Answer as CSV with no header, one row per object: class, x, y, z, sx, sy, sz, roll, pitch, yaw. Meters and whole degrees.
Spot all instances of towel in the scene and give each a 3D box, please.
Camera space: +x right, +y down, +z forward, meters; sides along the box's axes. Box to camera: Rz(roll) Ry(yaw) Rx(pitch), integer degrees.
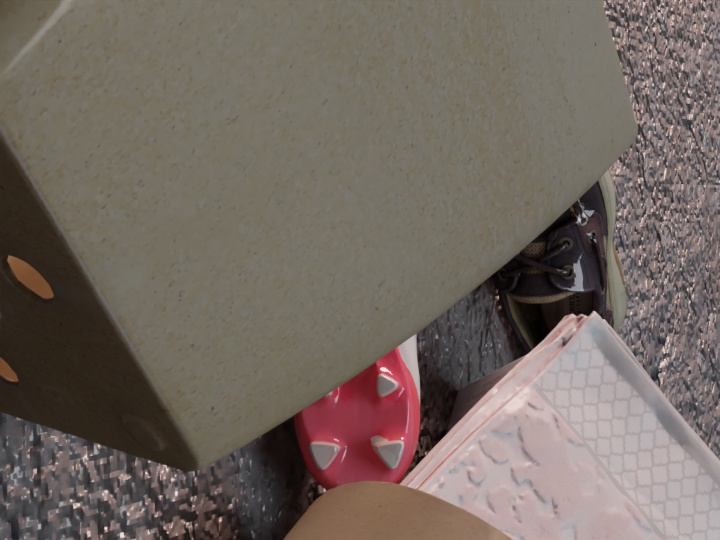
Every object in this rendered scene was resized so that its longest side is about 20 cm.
towel,0.111,0.143,0.711,0.200,0.032,0.191,50,56,-3

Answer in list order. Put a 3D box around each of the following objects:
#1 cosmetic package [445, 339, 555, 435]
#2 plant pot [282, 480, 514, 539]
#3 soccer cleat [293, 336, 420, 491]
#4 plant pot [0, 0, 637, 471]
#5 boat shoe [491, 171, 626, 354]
cosmetic package,0.074,0.143,0.768,0.074,0.102,0.201,27,61,-17
plant pot,-0.017,0.210,0.570,0.200,0.186,0.188,-38,125,-37
soccer cleat,0.000,0.000,0.698,0.076,0.066,0.202,97,-6,-81
plant pot,-0.066,-0.063,0.443,0.177,0.199,0.201,-53,137,-30
boat shoe,0.103,-0.008,0.863,0.201,0.071,0.065,67,32,-47
